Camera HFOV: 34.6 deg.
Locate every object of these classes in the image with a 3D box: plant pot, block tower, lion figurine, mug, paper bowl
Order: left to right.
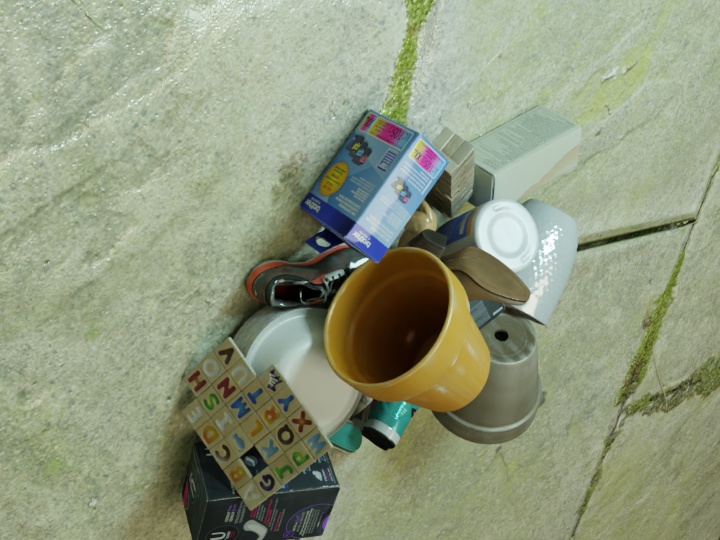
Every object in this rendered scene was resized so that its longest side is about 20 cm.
[{"bbox_3d":[-0.082,0.148,1.607,0.199,0.104,0.203,-7,104,-30],"label":"paper bowl"},{"bbox_3d":[0.079,-0.037,1.692,0.072,0.122,0.202,-28,135,-30],"label":"lion figurine"},{"bbox_3d":[0.081,0.100,1.555,0.201,0.200,0.183,-52,135,-2],"label":"plant pot"},{"bbox_3d":[0.128,-0.138,1.666,0.058,0.054,0.200,-49,166,-8],"label":"block tower"},{"bbox_3d":[0.215,0.154,1.899,0.199,0.200,0.174,-30,151,-29],"label":"plant pot"},{"bbox_3d":[0.259,-0.031,1.899,0.199,0.147,0.177,28,88,-23],"label":"mug"}]

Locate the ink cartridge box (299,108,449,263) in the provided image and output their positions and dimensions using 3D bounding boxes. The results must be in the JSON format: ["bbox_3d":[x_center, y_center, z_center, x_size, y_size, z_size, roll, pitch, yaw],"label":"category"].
[{"bbox_3d":[0.008,-0.101,1.545,0.076,0.136,0.201,35,90,-37],"label":"ink cartridge box"}]

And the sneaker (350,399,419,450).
[{"bbox_3d":[0.045,0.215,1.842,0.121,0.083,0.200,-56,-173,-13],"label":"sneaker"}]

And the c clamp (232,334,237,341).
[{"bbox_3d":[-0.126,0.133,1.671,0.199,0.027,0.172,-32,134,-26],"label":"c clamp"}]

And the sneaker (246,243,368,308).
[{"bbox_3d":[-0.052,0.021,1.584,0.198,0.082,0.078,-13,117,-19],"label":"sneaker"}]

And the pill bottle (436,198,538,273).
[{"bbox_3d":[0.171,-0.031,1.737,0.111,0.200,0.114,5,77,-23],"label":"pill bottle"}]

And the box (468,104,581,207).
[{"bbox_3d":[0.242,-0.173,1.794,0.199,0.095,0.078,-29,137,-29],"label":"box"}]

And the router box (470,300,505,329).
[{"bbox_3d":[0.104,0.095,1.791,0.199,0.157,0.053,-34,102,-27],"label":"router box"}]

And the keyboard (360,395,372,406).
[{"bbox_3d":[-0.012,0.159,1.837,0.056,0.011,0.200,-50,144,-6],"label":"keyboard"}]

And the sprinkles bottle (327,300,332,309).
[{"bbox_3d":[0.000,0.000,1.680,0.068,0.068,0.202,-8,124,-44],"label":"sprinkles bottle"}]

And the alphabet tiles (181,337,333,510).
[{"bbox_3d":[-0.150,0.197,1.547,0.167,0.201,0.008,-40,172,26],"label":"alphabet tiles"}]

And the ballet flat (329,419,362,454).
[{"bbox_3d":[-0.074,0.233,1.749,0.200,0.062,0.068,40,60,-44],"label":"ballet flat"}]

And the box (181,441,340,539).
[{"bbox_3d":[-0.146,0.316,1.666,0.198,0.107,0.123,-1,133,-23],"label":"box"}]

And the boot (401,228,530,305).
[{"bbox_3d":[0.124,0.032,1.639,0.147,0.199,0.070,-61,176,39],"label":"boot"}]
